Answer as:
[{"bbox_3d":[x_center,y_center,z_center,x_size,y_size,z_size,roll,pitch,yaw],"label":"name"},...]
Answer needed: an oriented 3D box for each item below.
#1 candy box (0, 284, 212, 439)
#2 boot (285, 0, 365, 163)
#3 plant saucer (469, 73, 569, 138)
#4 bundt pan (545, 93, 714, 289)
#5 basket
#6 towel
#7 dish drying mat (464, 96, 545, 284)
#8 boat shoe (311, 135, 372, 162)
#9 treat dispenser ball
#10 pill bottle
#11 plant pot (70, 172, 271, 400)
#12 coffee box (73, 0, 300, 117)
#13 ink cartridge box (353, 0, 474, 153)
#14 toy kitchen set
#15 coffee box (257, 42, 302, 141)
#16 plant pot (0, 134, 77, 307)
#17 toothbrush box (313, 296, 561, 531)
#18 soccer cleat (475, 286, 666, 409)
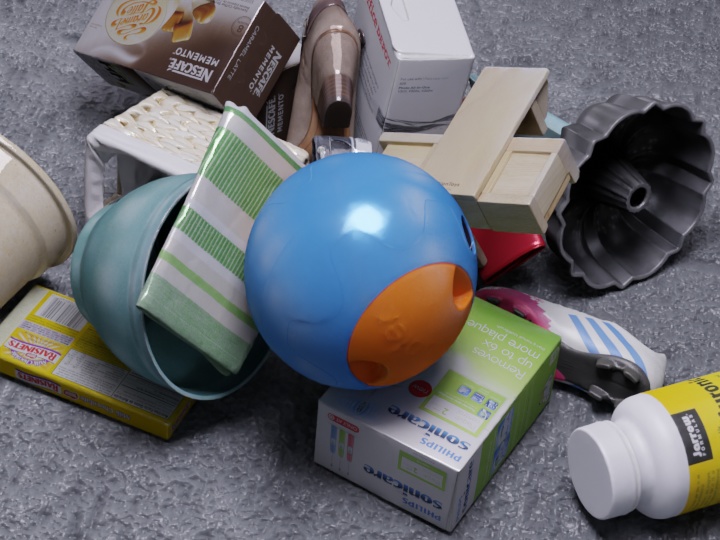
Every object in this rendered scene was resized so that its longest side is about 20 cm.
[{"bbox_3d":[-0.241,0.082,1.647,0.199,0.027,0.102,21,45,14],"label":"candy box"},{"bbox_3d":[-0.041,-0.170,1.792,0.070,0.201,0.147,9,49,-18],"label":"boot"},{"bbox_3d":[0.192,-0.144,1.887,0.200,0.039,0.201,29,11,-6],"label":"plant saucer"},{"bbox_3d":[0.254,-0.088,1.774,0.201,0.203,0.076,-20,37,-26],"label":"bundt pan"},{"bbox_3d":[-0.157,-0.073,1.750,0.199,0.136,0.123,25,42,20],"label":"basket"},{"bbox_3d":[-0.111,-0.026,1.548,0.023,0.153,0.201,11,69,37],"label":"towel"},{"bbox_3d":[0.121,-0.084,1.805,0.077,0.018,0.201,-35,54,20],"label":"dish drying mat"},{"bbox_3d":[-0.031,-0.031,1.704,0.067,0.072,0.202,7,83,-11],"label":"boat shoe"},{"bbox_3d":[0.000,0.000,1.515,0.199,0.202,0.202,3,42,-3],"label":"treat dispenser ball"},{"bbox_3d":[0.288,0.155,1.571,0.198,0.112,0.112,-14,46,-20],"label":"pill bottle"},{"bbox_3d":[-0.174,0.005,1.600,0.133,0.202,0.200,10,38,36],"label":"plant pot"},{"bbox_3d":[-0.178,-0.230,1.818,0.199,0.080,0.115,21,77,34],"label":"coffee box"},{"bbox_3d":[0.041,-0.185,1.780,0.083,0.201,0.147,-3,49,-16],"label":"ink cartridge box"},{"bbox_3d":[0.134,-0.070,1.671,0.199,0.181,0.164,6,52,37],"label":"toy kitchen set"},{"bbox_3d":[-0.139,-0.225,1.929,0.079,0.114,0.200,-26,51,-29],"label":"coffee box"},{"bbox_3d":[-0.391,-0.011,1.630,0.199,0.201,0.184,21,56,16],"label":"plant pot"},{"bbox_3d":[0.071,0.116,1.607,0.145,0.087,0.200,25,47,21],"label":"toothbrush box"},{"bbox_3d":[0.198,0.070,1.695,0.199,0.070,0.086,28,31,19],"label":"soccer cleat"}]
